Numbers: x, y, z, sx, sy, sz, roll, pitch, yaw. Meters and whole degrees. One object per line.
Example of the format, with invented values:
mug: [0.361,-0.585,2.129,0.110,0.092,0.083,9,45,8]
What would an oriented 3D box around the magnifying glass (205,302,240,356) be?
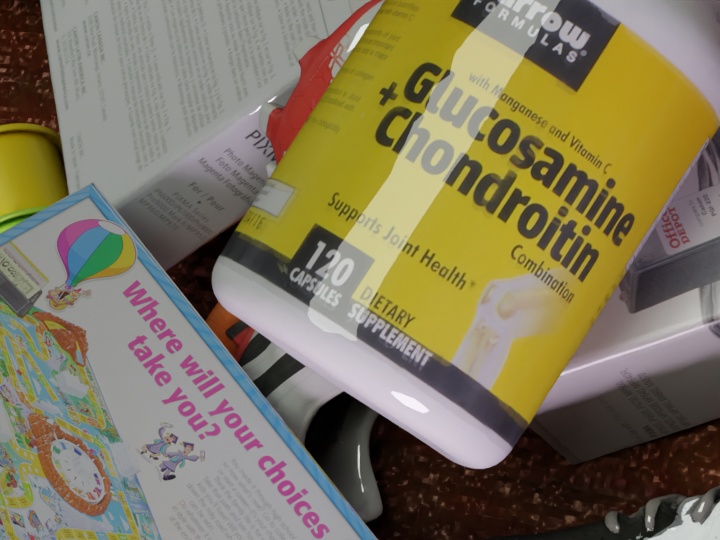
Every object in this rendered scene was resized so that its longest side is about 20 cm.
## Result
magnifying glass: [-0.006,-0.042,0.906,0.022,0.080,0.200,36,97,-1]

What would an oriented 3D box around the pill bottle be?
pill bottle: [0.048,-0.047,0.752,0.112,0.112,0.200,30,85,32]

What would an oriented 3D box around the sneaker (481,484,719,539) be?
sneaker: [0.130,0.069,0.770,0.199,0.075,0.116,3,92,16]

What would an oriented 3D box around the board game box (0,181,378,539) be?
board game box: [-0.091,0.078,0.812,0.134,0.034,0.200,-30,67,-23]

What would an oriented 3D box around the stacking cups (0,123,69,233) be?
stacking cups: [-0.113,0.037,0.924,0.060,0.060,0.201,-30,62,11]

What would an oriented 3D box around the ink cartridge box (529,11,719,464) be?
ink cartridge box: [0.135,-0.037,0.821,0.199,0.085,0.146,-21,61,19]

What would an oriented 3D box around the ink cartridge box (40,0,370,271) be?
ink cartridge box: [-0.035,-0.111,0.920,0.200,0.057,0.163,-30,47,18]

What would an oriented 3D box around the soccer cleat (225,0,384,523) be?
soccer cleat: [0.000,0.000,0.838,0.085,0.068,0.201,37,122,33]
